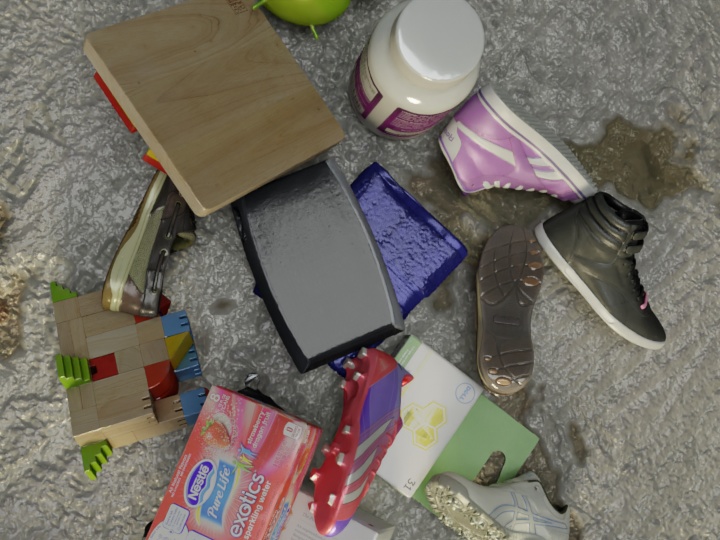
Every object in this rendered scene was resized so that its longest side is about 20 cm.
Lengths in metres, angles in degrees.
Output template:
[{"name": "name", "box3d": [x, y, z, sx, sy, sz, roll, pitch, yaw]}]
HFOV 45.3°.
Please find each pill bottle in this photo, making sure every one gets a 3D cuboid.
[{"name": "pill bottle", "box3d": [0.057, -0.206, 0.873, 0.112, 0.200, 0.113, 0, 87, -10]}]

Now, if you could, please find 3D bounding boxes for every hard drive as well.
[{"name": "hard drive", "box3d": [-0.044, -0.008, 0.893, 0.134, 0.042, 0.201, -22, 86, -7]}]

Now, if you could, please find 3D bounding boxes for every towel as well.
[{"name": "towel", "box3d": [0.000, 0.000, 0.942, 0.148, 0.050, 0.200, 44, 82, 2]}]

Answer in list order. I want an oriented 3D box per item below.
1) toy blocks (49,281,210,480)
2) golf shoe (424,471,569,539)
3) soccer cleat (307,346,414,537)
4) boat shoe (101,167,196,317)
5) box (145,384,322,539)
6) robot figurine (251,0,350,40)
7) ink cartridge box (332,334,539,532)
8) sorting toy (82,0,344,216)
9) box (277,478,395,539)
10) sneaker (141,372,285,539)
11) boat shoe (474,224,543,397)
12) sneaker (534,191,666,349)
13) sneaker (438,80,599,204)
[{"name": "toy blocks", "box3d": [-0.222, 0.088, 0.860, 0.136, 0.100, 0.201, -16, 59, -10]}, {"name": "golf shoe", "box3d": [0.153, 0.254, 0.937, 0.200, 0.078, 0.097, 39, 61, -25]}, {"name": "soccer cleat", "box3d": [0.006, 0.169, 0.849, 0.076, 0.067, 0.201, 28, 51, -19]}, {"name": "boat shoe", "box3d": [-0.199, -0.041, 0.880, 0.065, 0.073, 0.201, 22, 66, -9]}, {"name": "box", "box3d": [-0.123, 0.219, 0.799, 0.102, 0.095, 0.201, 20, 80, 10]}, {"name": "robot figurine", "box3d": [-0.047, -0.351, 0.912, 0.175, 0.116, 0.201, 21, 84, -20]}, {"name": "ink cartridge box", "box3d": [0.089, 0.186, 0.946, 0.200, 0.048, 0.146, 37, 81, -4]}, {"name": "sorting toy", "box3d": [-0.151, -0.167, 0.879, 0.200, 0.070, 0.199, -34, 89, -39]}, {"name": "box", "box3d": [-0.067, 0.324, 0.867, 0.124, 0.097, 0.201, 24, 83, 17]}, {"name": "sneaker", "box3d": [-0.159, 0.193, 0.893, 0.200, 0.075, 0.114, -36, 88, -10]}, {"name": "boat shoe", "box3d": [0.155, 0.045, 0.952, 0.074, 0.073, 0.201, 13, 64, -1]}, {"name": "sneaker", "box3d": [0.295, -0.002, 0.956, 0.200, 0.071, 0.099, 46, 120, -5]}, {"name": "sneaker", "box3d": [0.173, -0.114, 0.973, 0.200, 0.073, 0.114, 35, 115, -22]}]
